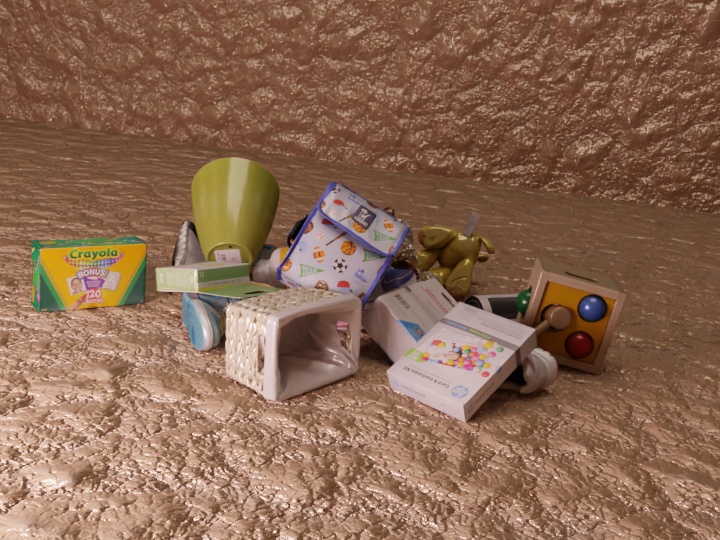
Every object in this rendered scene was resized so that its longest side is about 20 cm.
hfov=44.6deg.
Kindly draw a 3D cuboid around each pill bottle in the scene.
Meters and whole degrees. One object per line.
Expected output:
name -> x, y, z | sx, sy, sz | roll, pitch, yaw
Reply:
pill bottle -> -0.114, -0.002, 1.775 | 0.199, 0.105, 0.104 | -10, 14, 7

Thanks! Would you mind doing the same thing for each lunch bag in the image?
lunch bag -> -0.029, -0.036, 1.538 | 0.169, 0.201, 0.124 | 32, -13, 0

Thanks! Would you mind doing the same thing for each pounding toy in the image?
pounding toy -> 0.349, 0.093, 1.579 | 0.199, 0.185, 0.142 | 15, 15, 1

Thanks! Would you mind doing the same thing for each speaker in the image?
speaker -> 0.304, 0.086, 1.730 | 0.199, 0.082, 0.081 | -1, 17, -25

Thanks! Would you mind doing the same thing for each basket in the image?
basket -> -0.107, 0.108, 1.392 | 0.123, 0.137, 0.199 | 14, 17, 39

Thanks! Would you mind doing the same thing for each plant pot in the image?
plant pot -> -0.260, -0.092, 1.786 | 0.186, 0.188, 0.201 | 4, 47, -8

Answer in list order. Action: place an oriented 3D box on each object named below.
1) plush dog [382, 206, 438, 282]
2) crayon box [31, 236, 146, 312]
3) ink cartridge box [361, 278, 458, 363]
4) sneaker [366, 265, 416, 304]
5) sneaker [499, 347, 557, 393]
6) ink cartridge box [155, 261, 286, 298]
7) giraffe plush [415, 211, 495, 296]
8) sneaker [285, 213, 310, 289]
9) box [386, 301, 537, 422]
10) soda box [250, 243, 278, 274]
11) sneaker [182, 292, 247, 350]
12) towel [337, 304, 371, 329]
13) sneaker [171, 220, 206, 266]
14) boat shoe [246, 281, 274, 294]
plush dog -> 0.057, -0.022, 1.737 | 0.160, 0.172, 0.201 | -21, 63, -9
crayon box -> -0.499, 0.004, 1.617 | 0.199, 0.120, 0.058 | -5, 19, -34
ink cartridge box -> 0.102, 0.090, 1.568 | 0.116, 0.068, 0.200 | 50, 32, 16
sneaker -> -0.001, 0.000, 1.645 | 0.199, 0.116, 0.080 | -8, 11, 41
sneaker -> 0.225, 0.146, 1.471 | 0.199, 0.082, 0.088 | 19, 21, 28
ink cartridge box -> -0.243, 0.015, 1.565 | 0.199, 0.048, 0.145 | 2, 6, 33
giraffe plush -> 0.211, -0.030, 1.993 | 0.172, 0.200, 0.162 | 43, 0, 13
sneaker -> -0.113, -0.013, 1.663 | 0.077, 0.201, 0.112 | 3, -15, 12
box -> 0.163, 0.141, 1.403 | 0.155, 0.041, 0.200 | 20, 48, 39
soda box -> -0.278, -0.033, 1.907 | 0.199, 0.064, 0.068 | 9, -9, 4
sneaker -> -0.236, 0.081, 1.530 | 0.130, 0.080, 0.200 | -1, 18, -20
towel -> 0.011, 0.084, 1.721 | 0.145, 0.030, 0.200 | 5, 13, -5
sneaker -> -0.330, -0.018, 1.819 | 0.115, 0.075, 0.201 | 14, 41, -14
boat shoe -> -0.225, 0.052, 1.674 | 0.199, 0.071, 0.069 | 11, -8, 33
